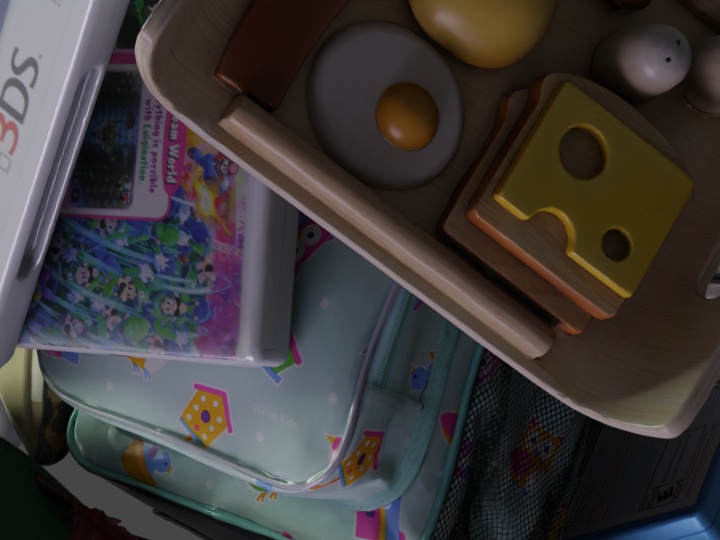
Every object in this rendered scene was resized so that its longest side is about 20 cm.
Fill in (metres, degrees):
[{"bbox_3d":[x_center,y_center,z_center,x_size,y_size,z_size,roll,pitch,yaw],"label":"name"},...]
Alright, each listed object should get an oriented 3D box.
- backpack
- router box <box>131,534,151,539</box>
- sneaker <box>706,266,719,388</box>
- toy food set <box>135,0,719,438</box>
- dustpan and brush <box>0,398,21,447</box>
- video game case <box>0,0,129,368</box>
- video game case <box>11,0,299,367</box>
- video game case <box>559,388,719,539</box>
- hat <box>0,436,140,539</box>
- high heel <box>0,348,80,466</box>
[{"bbox_3d":[0.000,0.000,0.894,0.176,0.200,0.153,17,166,38],"label":"backpack"},{"bbox_3d":[0.006,0.172,0.939,0.200,0.052,0.157,11,152,41],"label":"router box"},{"bbox_3d":[0.178,-0.006,0.819,0.200,0.082,0.078,1,168,25],"label":"sneaker"},{"bbox_3d":[0.049,-0.063,0.763,0.200,0.144,0.060,37,161,-15],"label":"toy food set"},{"bbox_3d":[-0.151,-0.004,1.149,0.057,0.200,0.140,-12,160,-4],"label":"dustpan and brush"},{"bbox_3d":[-0.164,-0.088,0.801,0.200,0.023,0.182,39,134,16],"label":"video game case"},{"bbox_3d":[-0.095,-0.074,0.848,0.182,0.200,0.024,4,178,32],"label":"video game case"},{"bbox_3d":[0.070,0.065,0.963,0.200,0.143,0.018,-21,119,41],"label":"video game case"},{"bbox_3d":[-0.078,0.114,0.901,0.176,0.200,0.166,0,129,-9],"label":"hat"},{"bbox_3d":[-0.068,-0.011,0.989,0.143,0.200,0.071,14,149,-28],"label":"high heel"}]
